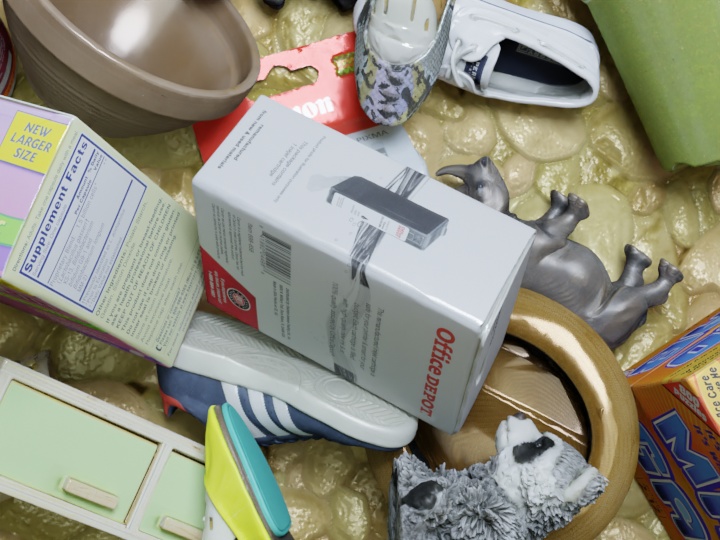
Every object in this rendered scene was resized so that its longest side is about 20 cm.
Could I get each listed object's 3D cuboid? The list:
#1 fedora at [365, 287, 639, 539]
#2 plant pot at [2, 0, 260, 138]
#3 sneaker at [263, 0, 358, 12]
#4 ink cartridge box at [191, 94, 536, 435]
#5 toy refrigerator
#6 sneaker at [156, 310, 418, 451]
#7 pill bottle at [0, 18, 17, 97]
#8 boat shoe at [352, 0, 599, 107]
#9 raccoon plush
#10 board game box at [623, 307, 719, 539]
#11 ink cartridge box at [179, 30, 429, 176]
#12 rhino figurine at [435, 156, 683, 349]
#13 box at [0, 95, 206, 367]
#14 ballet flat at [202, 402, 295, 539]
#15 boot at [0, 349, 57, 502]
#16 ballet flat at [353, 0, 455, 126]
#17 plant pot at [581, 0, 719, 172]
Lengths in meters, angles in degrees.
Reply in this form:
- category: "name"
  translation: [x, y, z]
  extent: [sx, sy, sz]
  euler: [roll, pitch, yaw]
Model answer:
- category: "fedora"
  translation: [0.099, 0.111, 0.806]
  extent: [0.197, 0.082, 0.204]
  euler: [-2, 79, 11]
- category: "plant pot"
  translation: [-0.177, -0.162, 0.801]
  extent: [0.201, 0.201, 0.093]
  euler: [43, 118, 1]
- category: "sneaker"
  translation: [0.005, -0.253, 0.879]
  extent: [0.197, 0.076, 0.092]
  euler: [-11, 91, -1]
- category: "ink cartridge box"
  translation: [0.000, 0.000, 0.718]
  extent: [0.198, 0.145, 0.084]
  euler: [28, 60, 14]
- category: "toy refrigerator"
  translation: [-0.169, 0.129, 0.745]
  extent: [0.199, 0.070, 0.077]
  euler: [31, 76, -30]
- category: "sneaker"
  translation: [-0.055, 0.097, 0.789]
  extent: [0.197, 0.075, 0.086]
  euler: [19, 118, 19]
- category: "pill bottle"
  translation: [-0.303, -0.167, 0.754]
  extent: [0.111, 0.200, 0.115]
  euler: [1, 81, -7]
- category: "boat shoe"
  translation: [0.091, -0.170, 0.857]
  extent: [0.196, 0.074, 0.066]
  euler: [8, 43, -4]
- category: "raccoon plush"
  translation: [0.085, 0.193, 0.718]
  extent: [0.132, 0.097, 0.204]
  euler: [1, 102, -4]
- category: "board game box"
  translation: [0.316, 0.116, 0.782]
  extent: [0.198, 0.200, 0.202]
  euler: [-30, 86, -11]
- category: "ink cartridge box"
  translation: [-0.034, -0.076, 0.849]
  extent: [0.160, 0.050, 0.203]
  euler: [-17, 86, -10]
- category: "rhino figurine"
  translation: [0.138, -0.018, 0.854]
  extent: [0.199, 0.060, 0.088]
  euler: [35, 89, 3]
- category: "box"
  translation: [-0.214, -0.031, 0.714]
  extent: [0.174, 0.200, 0.098]
  euler: [17, 77, 23]
- category: "ballet flat"
  translation: [-0.062, 0.185, 0.724]
  extent: [0.067, 0.067, 0.201]
  euler: [-33, 82, 2]
- category: "boot"
  translation: [-0.291, 0.078, 0.780]
  extent: [0.153, 0.073, 0.203]
  euler: [-22, 86, -9]
- category: "ballet flat"
  translation: [0.038, -0.206, 0.804]
  extent: [0.071, 0.072, 0.203]
  euler: [18, 85, -3]
- category: "plant pot"
  translation: [0.261, -0.182, 0.847]
  extent: [0.197, 0.200, 0.193]
  euler: [-18, 96, -9]
